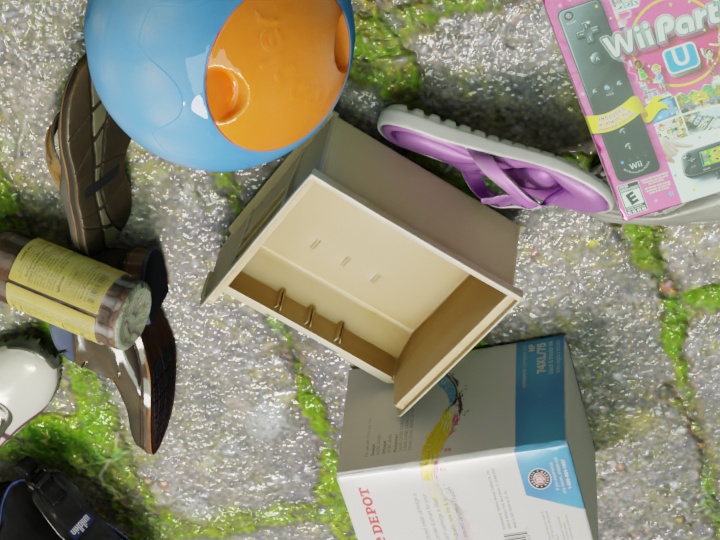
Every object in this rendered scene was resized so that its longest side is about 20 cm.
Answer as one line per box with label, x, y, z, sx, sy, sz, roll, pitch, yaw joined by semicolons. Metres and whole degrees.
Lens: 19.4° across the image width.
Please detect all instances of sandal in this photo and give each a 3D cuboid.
sandal;0.103;-0.074;1.667;0.202;0.050;0.082;21;168;17
sandal;-0.223;-0.098;1.714;0.054;0.082;0.201;32;143;24

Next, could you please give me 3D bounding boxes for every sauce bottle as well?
sauce bottle;-0.270;0.004;1.756;0.199;0.065;0.065;23;129;18

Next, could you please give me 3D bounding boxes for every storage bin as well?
storage bin;0.000;0.000;1.730;0.199;0.094;0.199;29;131;-16

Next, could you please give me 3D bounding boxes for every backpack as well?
backpack;-0.292;0.303;1.940;0.190;0.201;0.154;32;154;-26

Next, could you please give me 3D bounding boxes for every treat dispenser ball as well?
treat dispenser ball;-0.104;-0.174;1.556;0.200;0.201;0.202;2;127;3

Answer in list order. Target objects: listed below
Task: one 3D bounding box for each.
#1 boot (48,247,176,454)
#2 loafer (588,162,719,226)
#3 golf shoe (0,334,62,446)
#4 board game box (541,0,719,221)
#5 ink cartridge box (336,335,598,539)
boot;-0.216;0.066;1.832;0.096;0.075;0.201;6;118;13
loafer;0.275;-0.063;1.685;0.199;0.070;0.070;-3;158;22
golf shoe;-0.337;0.139;1.880;0.077;0.088;0.200;37;120;-19
board game box;0.234;-0.155;1.594;0.147;0.064;0.201;-18;106;17
ink cartridge box;0.095;0.169;1.824;0.199;0.146;0.147;-9;126;12
